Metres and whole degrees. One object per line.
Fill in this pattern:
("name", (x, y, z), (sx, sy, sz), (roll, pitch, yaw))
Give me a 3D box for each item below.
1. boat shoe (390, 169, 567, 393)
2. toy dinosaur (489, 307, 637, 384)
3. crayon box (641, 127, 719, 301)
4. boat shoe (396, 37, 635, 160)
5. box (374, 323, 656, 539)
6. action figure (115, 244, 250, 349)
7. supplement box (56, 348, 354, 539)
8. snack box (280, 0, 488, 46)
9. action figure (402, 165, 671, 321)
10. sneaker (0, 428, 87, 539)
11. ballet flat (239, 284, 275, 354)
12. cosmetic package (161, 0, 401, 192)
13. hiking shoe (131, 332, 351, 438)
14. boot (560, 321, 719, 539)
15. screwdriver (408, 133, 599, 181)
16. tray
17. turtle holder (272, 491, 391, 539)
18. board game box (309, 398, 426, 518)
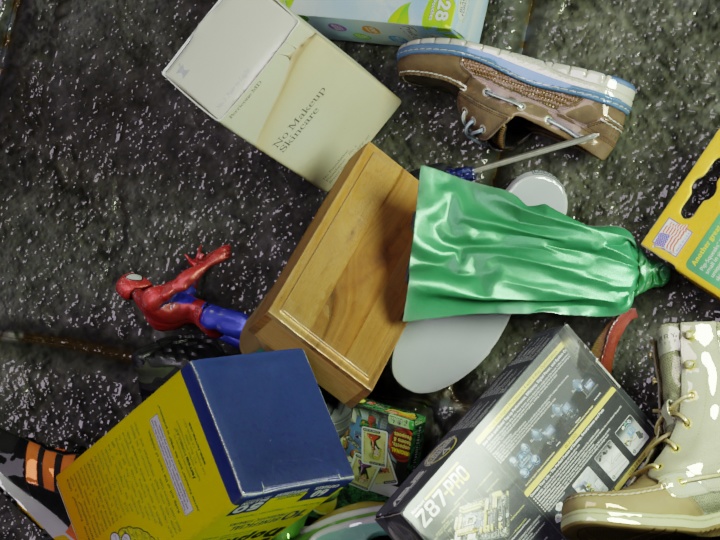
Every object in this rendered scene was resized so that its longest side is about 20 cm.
("boat shoe", (0.093, 0.009, 1.733), (0.069, 0.057, 0.200), (36, 92, -10))
("toy dinosaur", (0.159, 0.151, 1.652), (0.200, 0.105, 0.182), (-29, 84, 4))
("crayon box", (0.324, -0.014, 1.634), (0.200, 0.052, 0.126), (35, 93, 27))
("boat shoe", (0.112, -0.133, 1.752), (0.200, 0.072, 0.072), (14, 84, 27))
("box", (0.130, 0.163, 1.586), (0.161, 0.049, 0.200), (49, 63, -12))
("action figure", (-0.100, 0.023, 1.810), (0.200, 0.065, 0.099), (18, 66, 17))
("supplement box", (-0.117, 0.153, 1.636), (0.200, 0.109, 0.110), (-40, 65, 42))
("snack box", (0.014, -0.275, 1.838), (0.200, 0.068, 0.169), (8, 79, 25))
("action figure", (0.136, -0.007, 1.676), (0.200, 0.055, 0.118), (8, 88, -3))
("sneaker", (-0.244, 0.174, 1.849), (0.090, 0.070, 0.200), (-46, 62, -9))
("ballet flat", (-0.034, 0.008, 1.747), (0.069, 0.200, 0.063), (49, 134, -2))
("cosmetic package", (-0.059, -0.145, 1.762), (0.073, 0.200, 0.104), (42, 96, 27))
("hiking shoe", (-0.089, 0.114, 1.737), (0.200, 0.076, 0.101), (15, 119, 34))
("boot", (0.219, 0.115, 1.577), (0.072, 0.200, 0.155), (-29, 66, 59))
("screwdriver", (0.102, -0.079, 1.743), (0.200, 0.028, 0.029), (-10, 48, 40))
("tray", (0.000, 0.000, 1.701), (0.037, 0.099, 0.200), (-41, 15, 48))
("turtle holder", (0.006, 0.232, 1.676), (0.132, 0.141, 0.186), (-45, 32, 14))
("board game box", (-0.045, 0.139, 1.763), (0.200, 0.023, 0.105), (15, 109, 27))
